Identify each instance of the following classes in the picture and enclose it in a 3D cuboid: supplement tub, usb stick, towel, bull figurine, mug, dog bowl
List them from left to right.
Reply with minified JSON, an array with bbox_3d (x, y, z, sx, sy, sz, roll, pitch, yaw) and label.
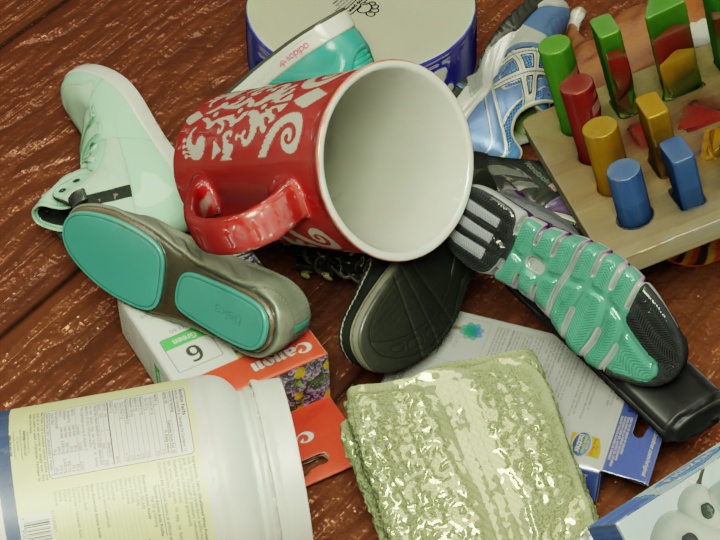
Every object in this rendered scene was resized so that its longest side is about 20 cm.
[{"bbox_3d":[-0.138,0.145,1.061,0.200,0.145,0.145,-10,46,-7],"label":"supplement tub"},{"bbox_3d":[-0.052,-0.077,1.172,0.177,0.133,0.200,1,2,-38],"label":"mug"},{"bbox_3d":[0.001,-0.199,1.449,0.200,0.079,0.200,-1,45,1],"label":"dog bowl"},{"bbox_3d":[0.079,0.152,1.083,0.148,0.036,0.200,-15,69,-12],"label":"towel"},{"bbox_3d":[0.175,0.047,1.180,0.055,0.033,0.200,-29,49,-17],"label":"usb stick"},{"bbox_3d":[0.253,-0.203,1.407,0.200,0.065,0.121,-23,35,26],"label":"bull figurine"}]

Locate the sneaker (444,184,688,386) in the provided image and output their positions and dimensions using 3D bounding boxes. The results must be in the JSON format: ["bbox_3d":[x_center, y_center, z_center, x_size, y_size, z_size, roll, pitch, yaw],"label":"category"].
[{"bbox_3d":[0.154,0.000,1.162,0.200,0.074,0.088,40,28,20],"label":"sneaker"}]

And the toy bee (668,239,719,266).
[{"bbox_3d":[0.322,-0.052,1.294,0.200,0.109,0.131,-16,50,20],"label":"toy bee"}]

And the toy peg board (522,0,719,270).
[{"bbox_3d":[0.231,-0.121,1.231,0.200,0.098,0.199,-22,39,1],"label":"toy peg board"}]

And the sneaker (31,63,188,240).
[{"bbox_3d":[-0.222,-0.091,1.347,0.118,0.074,0.200,-21,50,-27],"label":"sneaker"}]

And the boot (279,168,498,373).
[{"bbox_3d":[0.001,0.001,1.231,0.154,0.073,0.204,-1,37,36],"label":"boot"}]

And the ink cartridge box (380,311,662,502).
[{"bbox_3d":[0.116,0.093,1.181,0.200,0.042,0.119,12,44,16],"label":"ink cartridge box"}]

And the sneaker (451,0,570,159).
[{"bbox_3d":[0.133,-0.152,1.412,0.077,0.076,0.200,24,60,15],"label":"sneaker"}]

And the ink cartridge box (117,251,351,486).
[{"bbox_3d":[-0.085,0.072,1.200,0.109,0.050,0.200,-22,48,-19],"label":"ink cartridge box"}]

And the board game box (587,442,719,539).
[{"bbox_3d":[0.264,0.191,1.001,0.199,0.043,0.200,-27,88,-23],"label":"board game box"}]

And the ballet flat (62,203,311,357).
[{"bbox_3d":[-0.123,0.005,1.202,0.200,0.067,0.064,26,25,24],"label":"ballet flat"}]

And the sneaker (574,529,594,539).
[{"bbox_3d":[0.215,0.188,1.039,0.200,0.070,0.100,-7,64,-30],"label":"sneaker"}]

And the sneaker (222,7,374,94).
[{"bbox_3d":[-0.043,-0.114,1.345,0.084,0.200,0.121,-36,93,-41],"label":"sneaker"}]

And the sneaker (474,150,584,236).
[{"bbox_3d":[0.117,-0.055,1.321,0.200,0.076,0.088,28,40,19],"label":"sneaker"}]
